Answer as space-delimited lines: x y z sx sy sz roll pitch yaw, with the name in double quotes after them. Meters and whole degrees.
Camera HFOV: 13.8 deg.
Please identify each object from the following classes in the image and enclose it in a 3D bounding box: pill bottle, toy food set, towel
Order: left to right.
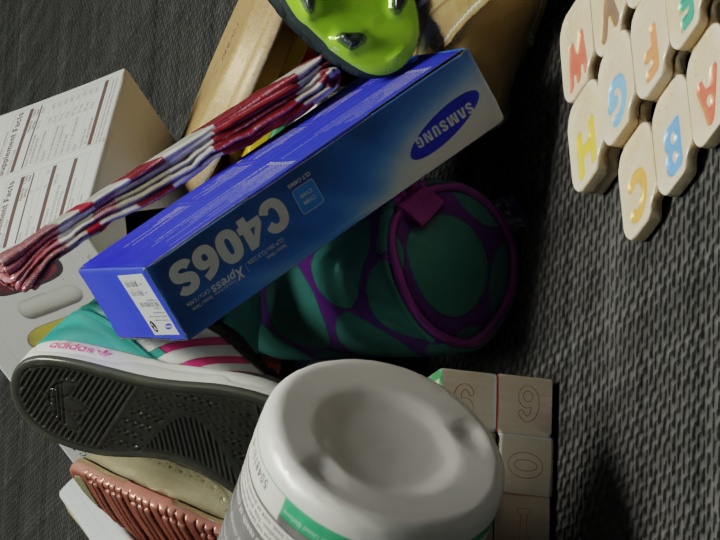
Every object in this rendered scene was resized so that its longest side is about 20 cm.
-0.102 -0.049 1.539 0.023 0.199 0.144 58 173 -6 "towel"
-0.060 -0.130 1.827 0.200 0.048 0.199 157 136 -78 "toy food set"
-0.016 0.148 1.339 0.113 0.112 0.201 -103 27 -49 "pill bottle"

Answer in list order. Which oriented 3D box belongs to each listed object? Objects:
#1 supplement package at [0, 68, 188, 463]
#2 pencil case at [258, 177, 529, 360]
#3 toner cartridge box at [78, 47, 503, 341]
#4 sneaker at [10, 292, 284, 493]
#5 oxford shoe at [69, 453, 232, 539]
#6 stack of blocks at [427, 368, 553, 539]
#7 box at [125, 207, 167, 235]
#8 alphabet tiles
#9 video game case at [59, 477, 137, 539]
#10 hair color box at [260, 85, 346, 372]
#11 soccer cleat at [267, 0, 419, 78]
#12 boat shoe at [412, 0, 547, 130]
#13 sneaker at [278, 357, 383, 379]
-0.154 0.010 1.852 0.200 0.110 0.156 56 -152 -33 "supplement package"
0.000 0.000 1.537 0.200 0.085 0.093 -8 105 58 "pencil case"
-0.034 -0.037 1.447 0.043 0.200 0.095 60 159 -14 "toner cartridge box"
-0.061 0.052 1.496 0.121 0.199 0.084 -57 -22 -49 "sneaker"
-0.055 0.119 1.525 0.074 0.199 0.071 -62 -26 -23 "oxford shoe"
0.053 0.152 1.408 0.115 0.058 0.201 141 134 -68 "stack of blocks"
-0.092 0.076 1.675 0.200 0.047 0.194 73 -168 -79 "box"
0.131 -0.123 1.330 0.200 0.015 0.197 122 150 -55 "alphabet tiles"
-0.086 0.202 1.641 0.023 0.182 0.200 -42 17 -5 "video game case"
-0.026 -0.018 1.750 0.200 0.061 0.102 125 148 -61 "hair color box"
-0.042 -0.173 1.489 0.200 0.067 0.081 49 169 8 "soccer cleat"
0.059 -0.107 1.507 0.200 0.071 0.077 125 132 -70 "boat shoe"
0.008 0.082 1.605 0.077 0.075 0.200 -51 30 24 "sneaker"
